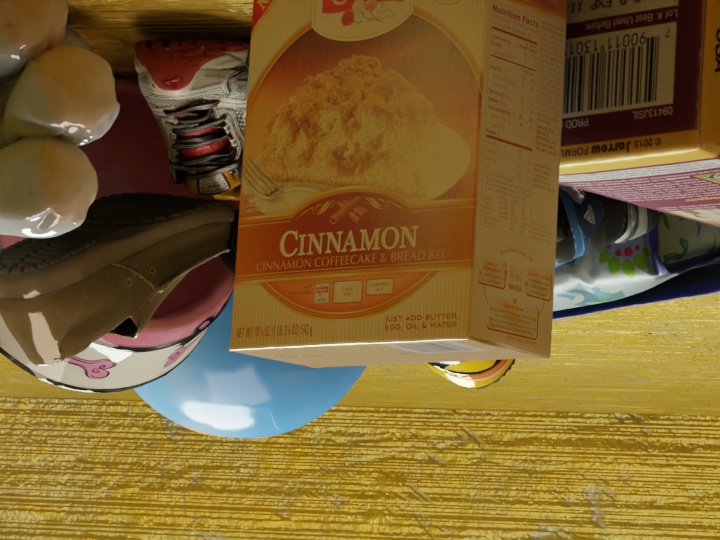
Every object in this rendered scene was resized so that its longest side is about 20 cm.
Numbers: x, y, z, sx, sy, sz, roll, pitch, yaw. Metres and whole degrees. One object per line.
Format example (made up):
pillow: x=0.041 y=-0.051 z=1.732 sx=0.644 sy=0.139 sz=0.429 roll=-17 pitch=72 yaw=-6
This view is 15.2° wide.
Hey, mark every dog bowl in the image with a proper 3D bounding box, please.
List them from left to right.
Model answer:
dog bowl: x=-0.156 y=-0.030 z=1.659 sx=0.200 sy=0.200 sz=0.074 roll=9 pitch=156 yaw=-32

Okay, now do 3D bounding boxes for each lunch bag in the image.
lunch bag: x=0.154 y=-0.037 z=1.718 sx=0.170 sy=0.128 sz=0.200 roll=-11 pitch=-178 yaw=31

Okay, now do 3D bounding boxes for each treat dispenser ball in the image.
treat dispenser ball: x=-0.083 y=0.018 z=1.893 sx=0.200 sy=0.201 sz=0.201 roll=3 pitch=172 yaw=0

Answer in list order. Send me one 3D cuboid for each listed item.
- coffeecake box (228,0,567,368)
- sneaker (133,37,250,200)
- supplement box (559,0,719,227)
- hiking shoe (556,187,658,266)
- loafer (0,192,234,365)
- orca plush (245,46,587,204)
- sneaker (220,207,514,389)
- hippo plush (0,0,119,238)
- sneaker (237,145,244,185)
coffeecake box: x=0.019 y=-0.056 z=1.354 sx=0.153 sy=0.200 sz=0.073 roll=-4 pitch=168 yaw=39
sneaker: x=-0.082 y=-0.088 z=1.583 sx=0.078 sy=0.082 sz=0.200 roll=1 pitch=171 yaw=13
supplement box: x=0.190 y=-0.088 z=1.406 sx=0.131 sy=0.103 sz=0.200 roll=-5 pitch=167 yaw=44
hiking shoe: x=0.081 y=-0.033 z=1.567 sx=0.087 sy=0.075 sz=0.200 roll=-21 pitch=-177 yaw=-33
loafer: x=-0.144 y=0.002 z=1.558 sx=0.076 sy=0.068 sz=0.200 roll=9 pitch=-161 yaw=34
orca plush: x=0.042 y=-0.108 z=1.479 sx=0.200 sy=0.071 sz=0.105 roll=12 pitch=150 yaw=19
sneaker: x=0.000 y=0.000 z=1.590 sx=0.200 sy=0.070 sz=0.090 roll=25 pitch=169 yaw=18
hippo plush: x=-0.191 y=-0.066 z=1.476 sx=0.159 sy=0.200 sz=0.161 roll=23 pitch=-174 yaw=18
sneaker: x=0.001 y=-0.050 z=1.452 sx=0.200 sy=0.079 sz=0.075 roll=-6 pitch=143 yaw=45
